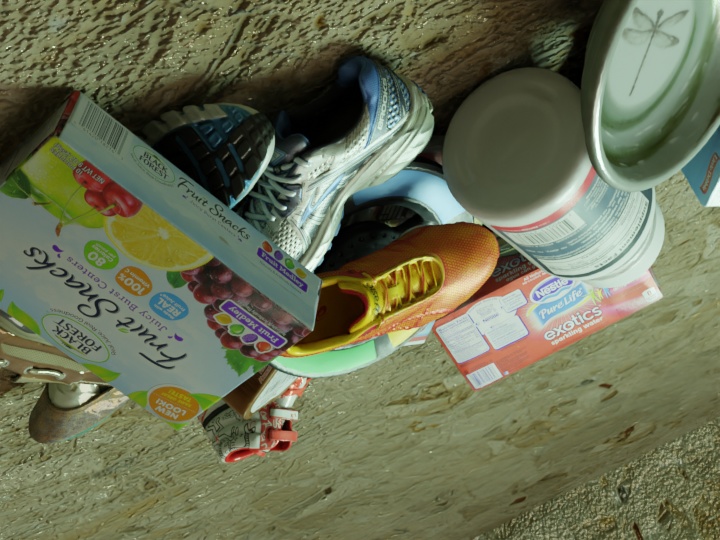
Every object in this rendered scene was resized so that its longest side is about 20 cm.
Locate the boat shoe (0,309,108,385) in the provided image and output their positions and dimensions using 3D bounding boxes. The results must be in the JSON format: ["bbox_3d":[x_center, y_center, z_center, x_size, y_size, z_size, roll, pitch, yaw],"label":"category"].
[{"bbox_3d":[-0.227,0.044,1.056,0.071,0.076,0.200,-30,151,12],"label":"boat shoe"}]

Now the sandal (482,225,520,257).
[{"bbox_3d":[0.104,-0.038,1.282,0.200,0.058,0.080,-16,172,27],"label":"sandal"}]

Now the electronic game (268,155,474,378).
[{"bbox_3d":[0.000,0.000,1.108,0.199,0.042,0.201,-21,137,-21],"label":"electronic game"}]

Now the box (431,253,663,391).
[{"bbox_3d":[0.161,0.009,1.350,0.199,0.096,0.100,-28,126,12],"label":"box"}]

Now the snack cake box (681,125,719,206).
[{"bbox_3d":[0.329,-0.144,1.122,0.114,0.068,0.201,-3,137,-20],"label":"snack cake box"}]

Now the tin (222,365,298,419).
[{"bbox_3d":[-0.052,0.048,1.251,0.200,0.042,0.112,-55,172,32],"label":"tin"}]

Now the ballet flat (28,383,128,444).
[{"bbox_3d":[-0.204,0.073,1.216,0.199,0.068,0.067,-32,141,7],"label":"ballet flat"}]

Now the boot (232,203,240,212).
[{"bbox_3d":[-0.098,0.000,1.122,0.090,0.073,0.200,-47,170,6],"label":"boot"}]

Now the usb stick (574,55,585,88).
[{"bbox_3d":[0.187,-0.135,1.144,0.055,0.033,0.200,-20,161,-10],"label":"usb stick"}]

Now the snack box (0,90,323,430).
[{"bbox_3d":[-0.144,0.000,0.918,0.200,0.053,0.142,38,127,-22],"label":"snack box"}]

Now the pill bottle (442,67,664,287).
[{"bbox_3d":[0.156,-0.060,1.121,0.119,0.120,0.200,-30,149,18],"label":"pill bottle"}]

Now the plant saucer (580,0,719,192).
[{"bbox_3d":[0.204,-0.154,1.009,0.199,0.050,0.201,-30,136,-34],"label":"plant saucer"}]

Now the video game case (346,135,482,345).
[{"bbox_3d":[0.037,-0.019,1.179,0.142,0.017,0.201,-5,129,-44],"label":"video game case"}]

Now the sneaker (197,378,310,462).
[{"bbox_3d":[-0.065,0.101,1.362,0.200,0.109,0.067,-30,160,19],"label":"sneaker"}]

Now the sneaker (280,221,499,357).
[{"bbox_3d":[0.016,0.019,1.041,0.199,0.074,0.077,-22,-169,-19],"label":"sneaker"}]

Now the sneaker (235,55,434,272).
[{"bbox_3d":[-0.045,-0.064,0.975,0.200,0.077,0.085,-49,143,3],"label":"sneaker"}]

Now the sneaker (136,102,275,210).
[{"bbox_3d":[-0.121,-0.050,0.976,0.199,0.075,0.086,-32,172,33],"label":"sneaker"}]
